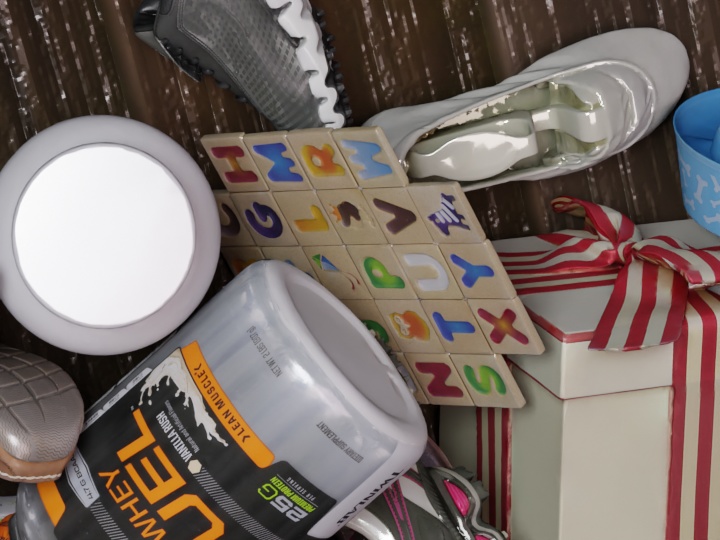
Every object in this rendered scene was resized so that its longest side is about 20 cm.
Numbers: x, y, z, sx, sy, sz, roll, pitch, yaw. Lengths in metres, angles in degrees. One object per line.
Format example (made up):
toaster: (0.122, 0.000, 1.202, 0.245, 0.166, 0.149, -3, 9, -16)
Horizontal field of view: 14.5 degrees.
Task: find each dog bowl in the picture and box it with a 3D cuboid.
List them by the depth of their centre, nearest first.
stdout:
dog bowl: (0.257, -0.061, 1.519, 0.199, 0.111, 0.050, -13, 123, -28)

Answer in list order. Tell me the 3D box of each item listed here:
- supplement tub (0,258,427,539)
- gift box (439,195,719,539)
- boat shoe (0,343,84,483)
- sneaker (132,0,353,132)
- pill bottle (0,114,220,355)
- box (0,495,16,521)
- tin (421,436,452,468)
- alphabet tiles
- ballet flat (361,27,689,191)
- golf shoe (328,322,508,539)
supplement tub: (-0.077, 0.100, 1.336, 0.200, 0.123, 0.122, -42, 115, 12)
gift box: (0.132, 0.069, 1.475, 0.199, 0.184, 0.188, -7, 108, -26)
boat shoe: (-0.190, 0.071, 1.353, 0.075, 0.200, 0.072, 5, 101, -29)
sneaker: (-0.065, -0.121, 1.421, 0.090, 0.067, 0.201, -19, 122, 6)
pill bottle: (-0.123, -0.017, 1.340, 0.110, 0.200, 0.112, 0, 91, -6)
box: (-0.167, 0.216, 1.492, 0.144, 0.036, 0.201, -1, 106, -19)
tin: (-0.047, 0.118, 1.459, 0.199, 0.112, 0.042, 10, 139, -9)
alphabet tiles: (0.000, 0.000, 1.411, 0.006, 0.199, 0.167, -45, 118, -33)
ballet flat: (0.093, -0.074, 1.487, 0.199, 0.069, 0.070, -17, 110, -15)
golf shoe: (-0.009, 0.094, 1.411, 0.088, 0.200, 0.077, -21, 154, -37)
